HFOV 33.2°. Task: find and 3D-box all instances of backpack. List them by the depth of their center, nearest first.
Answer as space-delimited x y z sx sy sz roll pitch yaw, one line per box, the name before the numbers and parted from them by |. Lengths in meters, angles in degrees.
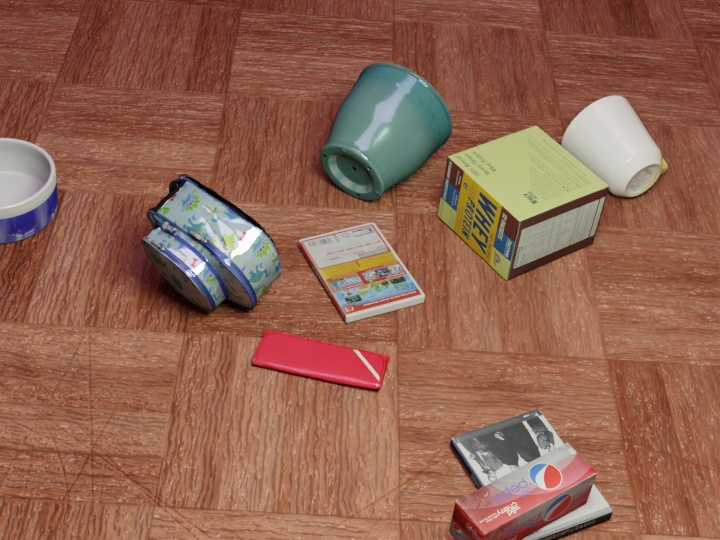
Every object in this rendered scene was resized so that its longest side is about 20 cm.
backpack | -0.232 -0.023 1.894 0.200 0.183 0.147 30 70 21

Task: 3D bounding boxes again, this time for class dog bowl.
dog bowl | -0.615 -0.135 2.045 0.200 0.079 0.200 3 41 -3

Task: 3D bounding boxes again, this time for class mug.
mug | 0.489 -0.222 2.222 0.186 0.150 0.153 -22 56 -19

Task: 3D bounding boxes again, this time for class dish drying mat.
dish drying mat | -0.059 0.136 1.849 0.200 0.018 0.077 12 43 7

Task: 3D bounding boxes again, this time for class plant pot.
plant pot | 0.032 -0.233 2.155 0.200 0.200 0.188 25 60 20

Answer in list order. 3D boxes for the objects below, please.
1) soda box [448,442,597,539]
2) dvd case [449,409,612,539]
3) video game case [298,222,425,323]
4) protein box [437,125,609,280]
soda box | 0.217 0.308 1.611 0.200 0.070 0.063 -22 50 -28
dvd case | 0.238 0.291 1.703 0.150 0.025 0.200 -14 46 -21
video game case | 0.000 0.000 2.007 0.143 0.017 0.200 -14 45 -21
protein box | 0.277 -0.119 2.083 0.200 0.135 0.199 -21 49 -28
